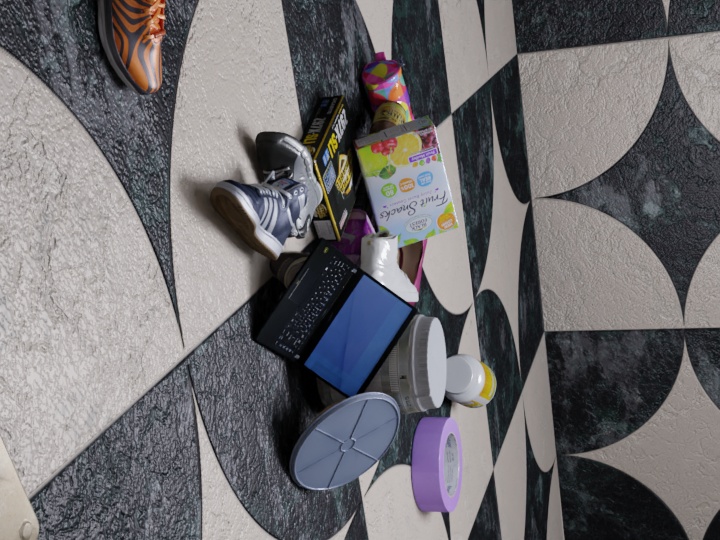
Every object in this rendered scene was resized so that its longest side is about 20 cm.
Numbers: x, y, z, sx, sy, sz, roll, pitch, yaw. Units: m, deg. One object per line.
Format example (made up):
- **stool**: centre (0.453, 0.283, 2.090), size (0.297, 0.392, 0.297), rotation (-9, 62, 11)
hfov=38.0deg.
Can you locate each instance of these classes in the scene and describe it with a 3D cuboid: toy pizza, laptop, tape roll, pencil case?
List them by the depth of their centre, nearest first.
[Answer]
- **laptop**: centre (-0.033, 0.078, 1.557), size (0.178, 0.103, 0.200), rotation (-56, 150, -3)
- **toy pizza**: centre (-0.027, 0.261, 1.626), size (0.032, 0.199, 0.201), rotation (49, -9, 39)
- **pencil case**: centre (0.063, -0.321, 2.040), size (0.201, 0.087, 0.089), rotation (70, 26, -43)
- **tape roll**: centre (0.169, 0.422, 2.279), size (0.200, 0.065, 0.204), rotation (-3, 90, -70)

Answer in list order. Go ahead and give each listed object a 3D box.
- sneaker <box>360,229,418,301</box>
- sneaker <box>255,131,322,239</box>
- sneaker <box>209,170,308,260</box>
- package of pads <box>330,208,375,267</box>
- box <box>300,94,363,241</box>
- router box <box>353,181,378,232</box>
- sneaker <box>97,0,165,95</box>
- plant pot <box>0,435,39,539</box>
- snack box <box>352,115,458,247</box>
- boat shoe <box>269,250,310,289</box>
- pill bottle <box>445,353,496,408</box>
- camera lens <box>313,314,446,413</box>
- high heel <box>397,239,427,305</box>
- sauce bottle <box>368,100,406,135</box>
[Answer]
- **sneaker**: centre (0.053, -0.008, 1.762), size (0.200, 0.073, 0.118), rotation (14, 80, -68)
- **sneaker**: centre (-0.108, -0.111, 1.544), size (0.200, 0.074, 0.117), rotation (56, 39, -57)
- **sneaker**: centre (-0.134, -0.101, 1.422), size (0.109, 0.069, 0.200), rotation (-60, 158, -13)
- **package of pads**: centre (0.000, 0.000, 1.832), size (0.201, 0.075, 0.122), rotation (65, 27, -48)
- **box**: centre (-0.050, -0.173, 1.752), size (0.201, 0.049, 0.161), rotation (-70, 149, -47)
- **router box**: centre (0.023, -0.096, 1.940), size (0.201, 0.051, 0.159), rotation (66, 29, -46)
- **sneaker**: centre (-0.230, -0.295, 1.154), size (0.078, 0.110, 0.203), rotation (-57, 140, -58)
- **plant pot**: centre (-0.339, 0.167, 0.699), size (0.201, 0.174, 0.202), rotation (-62, 144, -56)
- **snack box**: centre (0.080, -0.149, 1.817), size (0.053, 0.140, 0.202), rotation (-111, -176, -62)
- **boat shoe**: centre (-0.070, 0.003, 1.614), size (0.075, 0.073, 0.199), rotation (-58, 152, 5)
- **pill bottle**: centre (0.245, 0.257, 2.445), size (0.200, 0.111, 0.115), rotation (32, 58, -66)
- **camera lens**: centre (0.030, 0.152, 1.704), size (0.160, 0.197, 0.163), rotation (-3, 90, -74)
- **high heel**: centre (0.091, -0.031, 1.931), size (0.096, 0.066, 0.203), rotation (-68, 158, -82)
- **sauce bottle**: centre (0.048, -0.251, 1.904), size (0.201, 0.064, 0.066), rotation (-79, 159, -62)
